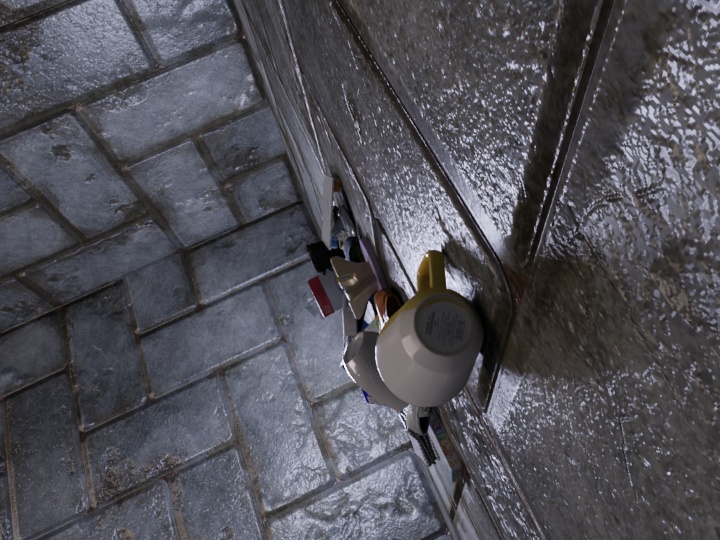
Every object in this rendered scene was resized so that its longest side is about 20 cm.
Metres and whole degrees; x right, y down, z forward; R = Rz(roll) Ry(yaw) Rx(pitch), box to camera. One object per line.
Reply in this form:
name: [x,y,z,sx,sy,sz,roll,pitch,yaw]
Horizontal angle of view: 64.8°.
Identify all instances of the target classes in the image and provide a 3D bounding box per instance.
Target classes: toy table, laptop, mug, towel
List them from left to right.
toy table: [0.001,0.025,1.572,0.184,0.115,0.204,-174,60,-84]
laptop: [0.017,0.229,1.791,0.200,0.114,0.191,129,159,-60]
mug: [0.066,0.214,1.366,0.174,0.201,0.149,33,-150,-15]
towel: [0.205,0.571,1.971,0.200,0.084,0.169,-161,47,-83]
mug: [0.091,0.083,0.789,0.189,0.147,0.154,58,165,17]

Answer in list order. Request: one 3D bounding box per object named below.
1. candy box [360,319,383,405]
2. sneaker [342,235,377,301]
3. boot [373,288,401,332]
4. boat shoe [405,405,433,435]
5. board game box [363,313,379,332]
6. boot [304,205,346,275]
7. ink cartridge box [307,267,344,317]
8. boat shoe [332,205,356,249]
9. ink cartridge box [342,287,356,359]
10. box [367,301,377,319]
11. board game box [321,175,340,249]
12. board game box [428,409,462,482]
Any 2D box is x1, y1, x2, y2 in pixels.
candy box: [0.059,0.284,1.758,0.171,0.075,0.202,71,-148,-44]
sneaker: [0.000,0.000,1.684,0.089,0.077,0.204,-129,17,-80]
boot: [0.088,0.145,1.442,0.204,0.072,0.155,66,172,-5]
boat shoe: [0.170,0.372,1.558,0.071,0.069,0.205,28,134,34]
board game box: [0.077,0.230,1.596,0.135,0.034,0.202,-53,49,34]
boot: [-0.112,-0.101,1.939,0.073,0.160,0.202,-140,27,-74]
ink cartridge box: [-0.074,0.060,2.044,0.147,0.197,0.145,63,175,1]
boat shoe: [-0.053,-0.121,1.747,0.201,0.068,0.072,76,169,-59]
ink cartridge box: [-0.031,0.145,1.769,0.201,0.044,0.180,-88,-2,-63]
box: [0.033,0.076,1.851,0.162,0.043,0.202,73,172,-51]
board game box: [-0.090,-0.179,1.703,0.200,0.025,0.205,-132,43,-75]
board game box: [0.232,0.493,1.636,0.135,0.034,0.202,75,171,-56]
